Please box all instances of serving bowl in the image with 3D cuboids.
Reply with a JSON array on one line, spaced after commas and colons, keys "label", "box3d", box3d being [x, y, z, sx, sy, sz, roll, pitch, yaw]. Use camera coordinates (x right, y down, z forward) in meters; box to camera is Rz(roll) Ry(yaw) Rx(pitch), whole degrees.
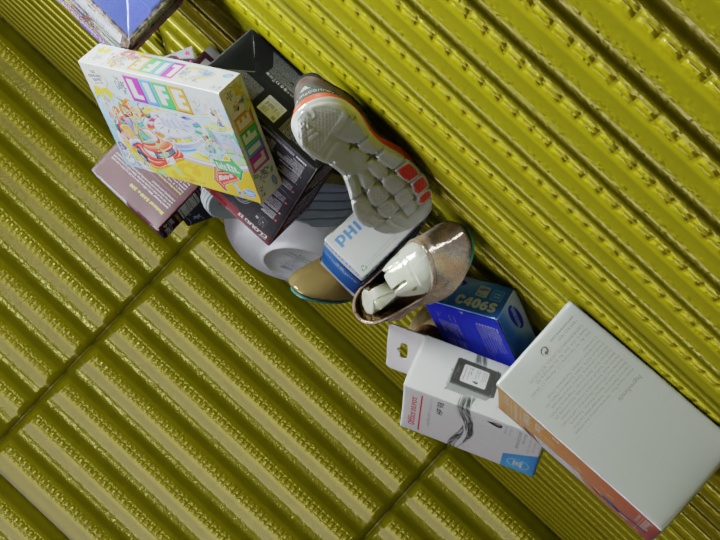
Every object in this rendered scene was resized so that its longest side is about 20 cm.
[{"label": "serving bowl", "box3d": [-0.071, -0.035, 1.802, 0.200, 0.066, 0.200, 8, 153, 4]}]

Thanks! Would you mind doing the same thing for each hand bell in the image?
[{"label": "hand bell", "box3d": [0.085, 0.080, 1.726, 0.104, 0.104, 0.200, 42, -174, 12]}]

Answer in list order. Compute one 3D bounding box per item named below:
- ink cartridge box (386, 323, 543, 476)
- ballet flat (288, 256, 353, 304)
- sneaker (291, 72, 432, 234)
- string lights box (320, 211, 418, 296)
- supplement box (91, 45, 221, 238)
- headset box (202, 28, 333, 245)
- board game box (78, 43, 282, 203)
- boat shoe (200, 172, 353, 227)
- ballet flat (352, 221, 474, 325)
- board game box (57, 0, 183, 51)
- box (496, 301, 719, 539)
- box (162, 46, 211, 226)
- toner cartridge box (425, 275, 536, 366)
[{"label": "ink cartridge box", "box3d": [0.110, 0.140, 1.622, 0.200, 0.067, 0.116, 20, 153, 10]}, {"label": "ballet flat", "box3d": [0.000, 0.000, 1.751, 0.200, 0.063, 0.069, 1, -148, -46]}, {"label": "sneaker", "box3d": [0.003, -0.115, 1.403, 0.200, 0.077, 0.082, 50, -163, -43]}, {"label": "string lights box", "box3d": [0.013, -0.036, 1.600, 0.059, 0.103, 0.200, 45, 174, 3]}, {"label": "supplement box", "box3d": [-0.199, -0.147, 1.732, 0.109, 0.200, 0.061, 42, 174, 8]}, {"label": "headset box", "box3d": [-0.105, -0.127, 1.537, 0.149, 0.077, 0.200, 42, 151, 4]}, {"label": "board game box", "box3d": [-0.179, -0.147, 1.488, 0.200, 0.034, 0.135, 17, 141, 37]}, {"label": "boat shoe", "box3d": [-0.082, -0.098, 1.682, 0.200, 0.074, 0.067, 4, -135, -22]}, {"label": "ballet flat", "box3d": [0.047, 0.012, 1.521, 0.068, 0.067, 0.200, 66, 150, 14]}, {"label": "board game box", "box3d": [-0.262, -0.309, 1.527, 0.159, 0.097, 0.200, 44, 174, -9]}, {"label": "box", "box3d": [0.235, 0.145, 1.413, 0.200, 0.106, 0.152, 42, 173, 14]}, {"label": "box", "box3d": [-0.214, -0.169, 1.904, 0.200, 0.115, 0.132, 57, -164, -62]}, {"label": "toner cartridge box", "box3d": [0.143, 0.082, 1.624, 0.095, 0.043, 0.200, 15, 151, 32]}]
